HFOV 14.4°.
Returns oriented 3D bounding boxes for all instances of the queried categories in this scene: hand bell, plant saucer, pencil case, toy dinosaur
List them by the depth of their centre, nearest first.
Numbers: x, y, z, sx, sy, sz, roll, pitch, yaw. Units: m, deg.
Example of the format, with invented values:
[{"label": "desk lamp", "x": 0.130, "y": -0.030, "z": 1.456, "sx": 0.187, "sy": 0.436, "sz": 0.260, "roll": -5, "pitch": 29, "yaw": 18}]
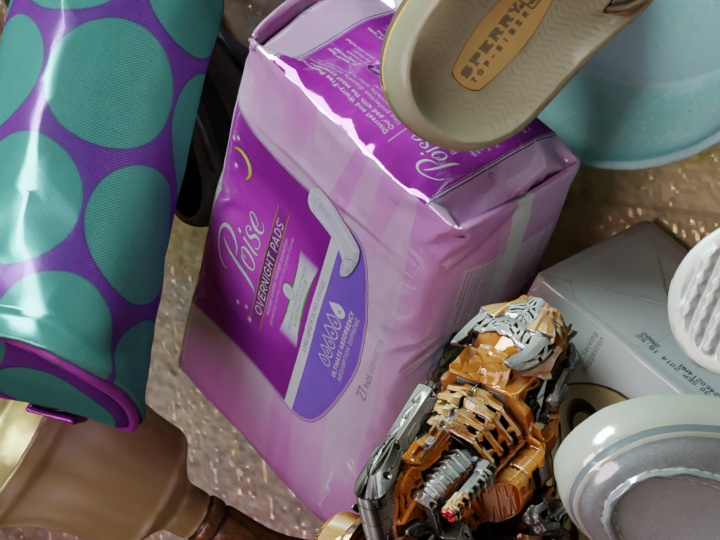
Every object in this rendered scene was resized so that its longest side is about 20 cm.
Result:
[{"label": "toy dinosaur", "x": 0.018, "y": 0.107, "z": 0.987, "sx": 0.200, "sy": 0.136, "sz": 0.102, "roll": -42, "pitch": 53, "yaw": -2}, {"label": "plant saucer", "x": 0.090, "y": -0.137, "z": 1.014, "sx": 0.200, "sy": 0.036, "sz": 0.201, "roll": 16, "pitch": 114, "yaw": 39}, {"label": "pencil case", "x": -0.104, "y": -0.043, "z": 1.077, "sx": 0.085, "sy": 0.200, "sz": 0.092, "roll": 11, "pitch": 160, "yaw": -2}, {"label": "hand bell", "x": -0.056, "y": 0.105, "z": 1.168, "sx": 0.200, "sy": 0.104, "sz": 0.104, "roll": 29, "pitch": 132, "yaw": -17}]

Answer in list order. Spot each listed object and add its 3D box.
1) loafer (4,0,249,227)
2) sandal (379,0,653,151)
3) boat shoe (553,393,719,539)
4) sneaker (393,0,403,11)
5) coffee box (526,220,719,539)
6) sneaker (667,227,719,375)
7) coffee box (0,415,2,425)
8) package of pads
[{"label": "loafer", "x": -0.100, "y": -0.096, "z": 1.175, "sx": 0.200, "sy": 0.063, "sz": 0.072, "roll": 48, "pitch": 130, "yaw": 16}, {"label": "sandal", "x": 0.077, "y": -0.118, "z": 0.926, "sx": 0.080, "sy": 0.054, "sz": 0.200, "roll": 31, "pitch": 106, "yaw": -16}, {"label": "boat shoe", "x": 0.147, "y": 0.108, "z": 0.961, "sx": 0.070, "sy": 0.201, "sz": 0.072, "roll": -43, "pitch": 38, "yaw": 21}, {"label": "sneaker", "x": 0.017, "y": -0.162, "z": 1.008, "sx": 0.099, "sy": 0.078, "sz": 0.201, "roll": -8, "pitch": 90, "yaw": 51}, {"label": "coffee box", "x": 0.090, "y": 0.098, "z": 1.075, "sx": 0.113, "sy": 0.080, "sz": 0.200, "roll": 40, "pitch": 127, "yaw": 21}, {"label": "sneaker", "x": 0.204, "y": -0.013, "z": 0.955, "sx": 0.200, "sy": 0.082, "sz": 0.074, "roll": -13, "pitch": 86, "yaw": 20}, {"label": "coffee box", "x": -0.262, "y": 0.034, "z": 1.266, "sx": 0.198, "sy": 0.200, "sz": 0.200, "roll": -41, "pitch": 79, "yaw": 41}, {"label": "package of pads", "x": 0.000, "y": 0.000, "z": 1.081, "sx": 0.120, "sy": 0.076, "sz": 0.200, "roll": 43, "pitch": 143, "yaw": 23}]
